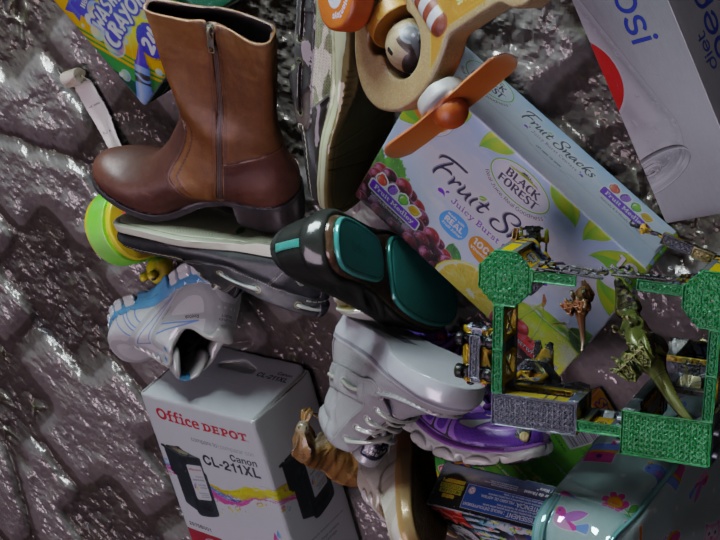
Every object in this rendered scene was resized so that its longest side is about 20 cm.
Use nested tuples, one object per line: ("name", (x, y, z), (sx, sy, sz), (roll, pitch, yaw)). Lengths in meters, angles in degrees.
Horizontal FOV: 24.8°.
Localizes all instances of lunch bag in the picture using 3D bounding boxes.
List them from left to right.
("lunch bag", (0.195, 0.188, 1.112), (0.077, 0.200, 0.161), (10, 128, 39))

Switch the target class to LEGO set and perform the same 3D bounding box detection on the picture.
("LEGO set", (0.170, 0.042, 1.051), (0.198, 0.116, 0.155), (-2, 101, 25))

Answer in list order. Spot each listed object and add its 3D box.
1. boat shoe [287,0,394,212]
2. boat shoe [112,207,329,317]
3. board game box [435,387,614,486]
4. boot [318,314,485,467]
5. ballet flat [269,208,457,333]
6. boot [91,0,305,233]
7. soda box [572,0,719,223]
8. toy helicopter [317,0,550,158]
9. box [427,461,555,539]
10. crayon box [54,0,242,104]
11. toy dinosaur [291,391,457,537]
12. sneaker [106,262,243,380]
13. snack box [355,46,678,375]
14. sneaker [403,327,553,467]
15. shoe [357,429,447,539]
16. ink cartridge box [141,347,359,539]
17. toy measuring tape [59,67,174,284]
("boat shoe", (-0.018, -0.138, 1.168), (0.066, 0.072, 0.202), (30, 131, 31))
("boat shoe", (-0.113, -0.009, 1.323), (0.198, 0.072, 0.068), (12, 117, 21))
("board game box", (0.139, 0.159, 1.279), (0.199, 0.030, 0.096), (-27, 99, 47))
("boot", (0.026, 0.098, 1.176), (0.200, 0.073, 0.096), (-149, 73, -69))
("ballet flat", (0.000, 0.000, 1.184), (0.068, 0.069, 0.200), (-9, 158, 27))
("boot", (-0.139, -0.118, 1.243), (0.187, 0.069, 0.201), (16, 145, 22))
("soda box", (0.186, -0.133, 0.979), (0.068, 0.063, 0.201), (-8, 113, 46))
("toy helicopter", (0.057, -0.151, 1.015), (0.200, 0.078, 0.133), (-21, 74, 55))
("box", (0.154, 0.218, 1.234), (0.136, 0.040, 0.200), (9, 152, 40))
("crayon box", (-0.193, -0.243, 1.260), (0.200, 0.052, 0.126), (50, 140, 2))
("toy dinosaur", (-0.006, 0.160, 1.378), (0.060, 0.107, 0.199), (-28, 142, 29))
("sneaker", (-0.167, 0.059, 1.426), (0.200, 0.074, 0.087), (-32, 54, 52))
("snack box", (0.104, -0.039, 1.137), (0.200, 0.053, 0.143), (42, 139, 9))
("sneaker", (0.063, 0.087, 1.247), (0.199, 0.080, 0.084), (28, 112, 36))
("shoe", (0.029, 0.165, 1.262), (0.053, 0.200, 0.070), (-26, 110, 11))
("ink cartridge box", (-0.099, 0.180, 1.474), (0.145, 0.083, 0.201), (9, 126, 39))
("toy measuring tape", (-0.219, -0.072, 1.403), (0.073, 0.074, 0.201), (-10, 113, 46))
